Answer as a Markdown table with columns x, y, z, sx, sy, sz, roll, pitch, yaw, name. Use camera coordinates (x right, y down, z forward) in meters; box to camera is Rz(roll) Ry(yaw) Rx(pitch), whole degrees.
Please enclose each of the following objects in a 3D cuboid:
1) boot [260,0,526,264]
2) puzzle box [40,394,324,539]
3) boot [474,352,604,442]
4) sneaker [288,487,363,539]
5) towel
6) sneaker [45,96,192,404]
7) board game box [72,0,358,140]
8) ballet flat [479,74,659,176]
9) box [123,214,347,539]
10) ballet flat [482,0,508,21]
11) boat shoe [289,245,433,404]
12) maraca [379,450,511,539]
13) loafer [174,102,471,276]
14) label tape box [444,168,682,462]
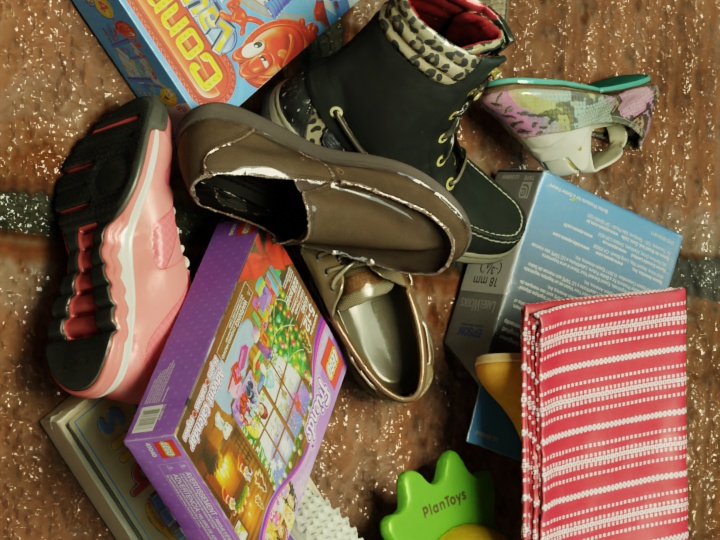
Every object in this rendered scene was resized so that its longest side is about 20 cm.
| x | y | z | sx | sy | sz | roll | pitch | yaw | name |
| --- | --- | --- | --- | --- | --- | --- | --- | --- | --- |
| 0.057 | -0.093 | 1.379 | 0.203 | 0.154 | 0.074 | 30 | 44 | -22 | boot |
| -0.106 | 0.138 | 1.403 | 0.133 | 0.025 | 0.200 | -41 | 111 | -27 | puzzle box |
| 0.141 | 0.148 | 1.468 | 0.201 | 0.071 | 0.144 | 29 | 66 | -40 | boot |
| -0.025 | 0.237 | 1.400 | 0.200 | 0.099 | 0.070 | 54 | 18 | 1 | sneaker |
| 0.167 | 0.116 | 1.439 | 0.144 | 0.022 | 0.201 | -5 | 97 | -35 | towel |
| -0.143 | -0.009 | 1.355 | 0.087 | 0.074 | 0.201 | 26 | 65 | -47 | sneaker |
| -0.100 | -0.222 | 1.394 | 0.196 | 0.056 | 0.200 | -45 | 113 | -27 | board game box |
| 0.156 | -0.104 | 1.542 | 0.200 | 0.069 | 0.071 | -8 | 96 | -54 | ballet flat |
| -0.073 | 0.081 | 1.349 | 0.137 | 0.039 | 0.200 | 62 | 31 | -34 | box |
| 0.047 | -0.130 | 1.491 | 0.046 | 0.067 | 0.200 | 30 | 79 | -37 | ballet flat |
| 0.000 | 0.000 | 1.435 | 0.076 | 0.072 | 0.200 | -28 | 103 | -1 | boat shoe |
| 0.072 | 0.226 | 1.476 | 0.137 | 0.107 | 0.200 | -20 | 96 | -48 | maraca |
| -0.027 | -0.035 | 1.351 | 0.200 | 0.073 | 0.071 | 19 | 44 | -9 | loafer |
| 0.139 | 0.044 | 1.549 | 0.144 | 0.063 | 0.200 | 23 | 80 | -32 | label tape box |
